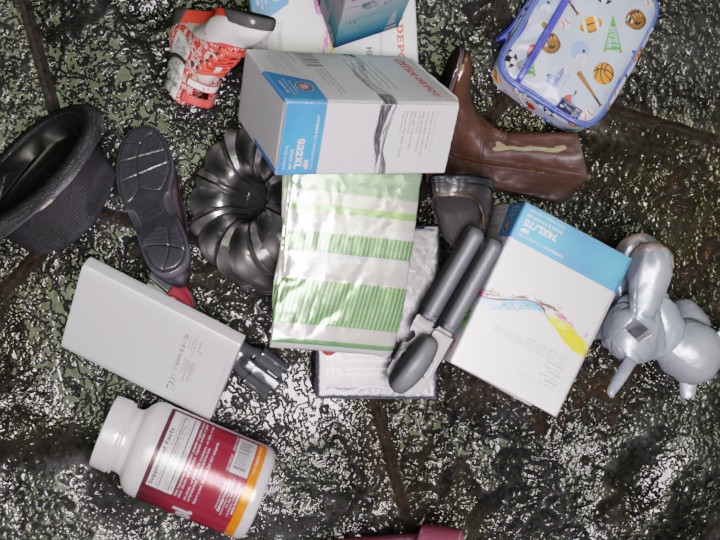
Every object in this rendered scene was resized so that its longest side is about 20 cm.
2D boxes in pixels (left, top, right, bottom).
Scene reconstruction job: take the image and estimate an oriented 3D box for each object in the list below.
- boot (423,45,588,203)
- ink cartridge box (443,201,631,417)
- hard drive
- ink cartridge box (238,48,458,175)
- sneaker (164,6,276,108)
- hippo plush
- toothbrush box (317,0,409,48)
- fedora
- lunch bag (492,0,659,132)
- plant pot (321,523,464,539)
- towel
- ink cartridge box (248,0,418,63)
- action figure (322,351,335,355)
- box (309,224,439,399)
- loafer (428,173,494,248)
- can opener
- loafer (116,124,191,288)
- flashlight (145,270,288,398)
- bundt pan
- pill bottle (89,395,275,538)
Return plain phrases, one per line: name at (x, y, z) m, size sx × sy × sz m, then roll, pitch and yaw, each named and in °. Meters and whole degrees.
boot at (0.184, -0.169, 1.267) m, size 0.196 × 0.065 × 0.189 m, roll 8°, pitch 131°, yaw -3°
ink cartridge box at (0.195, 0.043, 1.262) m, size 0.144 × 0.147 × 0.203 m, roll 26°, pitch 88°, yaw -7°
hard drive at (-0.242, 0.082, 1.233) m, size 0.197 × 0.026 × 0.133 m, roll 27°, pitch 126°, yaw 0°
ink cartridge box at (-0.015, -0.169, 1.137) m, size 0.196 × 0.145 × 0.085 m, roll -3°, pitch 121°, yaw -24°
sneaker at (-0.160, -0.236, 1.201) m, size 0.066 × 0.200 × 0.110 m, roll 4°, pitch 98°, yaw -36°
hippo plush at (0.368, 0.057, 1.269) m, size 0.158 × 0.201 × 0.161 m, roll 20°, pitch 111°, yaw -14°
toothbrush box at (-0.008, -0.338, 1.119) m, size 0.084 × 0.200 × 0.149 m, roll -19°, pitch 90°, yaw -7°
fedora at (-0.350, -0.091, 1.216) m, size 0.200 × 0.201 × 0.092 m, roll -42°, pitch 129°, yaw -3°
lunch bag at (0.255, -0.277, 1.297) m, size 0.159 × 0.076 × 0.202 m, roll 32°, pitch 87°, yaw -4°
plant pot at (0.024, 0.392, 1.242) m, size 0.175 × 0.200 × 0.205 m, roll 6°, pitch 91°, yaw 9°
towel at (-0.019, -0.012, 1.146) m, size 0.149 × 0.023 × 0.204 m, roll 6°, pitch 97°, yaw -12°
ink cartridge box at (-0.032, -0.285, 1.259) m, size 0.196 × 0.085 × 0.148 m, roll -4°, pitch 92°, yaw -7°
action figure at (0.000, 0.000, 1.187) m, size 0.064 × 0.052 × 0.203 m, roll 22°, pitch 92°, yaw -8°
box at (0.015, 0.046, 1.264) m, size 0.145 × 0.104 × 0.205 m, roll 2°, pitch 91°, yaw -5°
loafer at (0.119, -0.064, 1.223) m, size 0.071 × 0.200 × 0.074 m, roll 4°, pitch 82°, yaw 18°
can opener at (0.095, 0.049, 1.182) m, size 0.052 × 0.066 × 0.202 m, roll 28°, pitch 91°, yaw -18°
loafer at (-0.237, -0.071, 1.241) m, size 0.071 × 0.063 × 0.203 m, roll -17°, pitch 65°, yaw -2°
flashlight at (-0.178, 0.074, 1.267) m, size 0.199 × 0.068 × 0.068 m, roll 37°, pitch 47°, yaw -10°
bundt pan at (-0.116, -0.077, 1.208) m, size 0.198 × 0.075 × 0.206 m, roll -5°, pitch 80°, yaw 30°
pill bottle at (-0.207, 0.224, 1.241) m, size 0.197 × 0.113 × 0.115 m, roll 24°, pitch 89°, yaw -5°
